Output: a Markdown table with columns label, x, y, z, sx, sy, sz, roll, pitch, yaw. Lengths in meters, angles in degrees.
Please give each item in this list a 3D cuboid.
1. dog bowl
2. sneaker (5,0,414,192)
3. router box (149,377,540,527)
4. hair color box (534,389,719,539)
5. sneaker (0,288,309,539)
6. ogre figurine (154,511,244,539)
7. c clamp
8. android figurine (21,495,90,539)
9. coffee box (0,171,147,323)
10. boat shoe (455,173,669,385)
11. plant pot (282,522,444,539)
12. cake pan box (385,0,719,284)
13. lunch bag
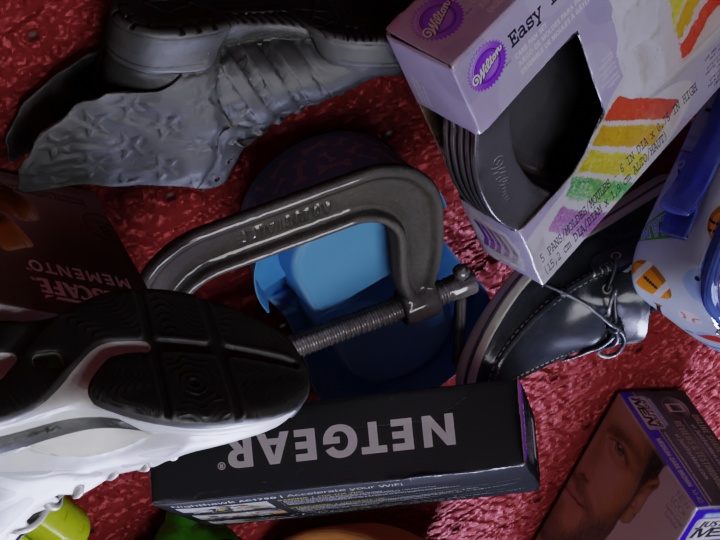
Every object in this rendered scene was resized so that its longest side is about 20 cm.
| label | x | y | z | sx | sy | sz | roll | pitch | yaw |
| --- | --- | --- | --- | --- | --- | --- | --- | --- | --- |
| dog bowl | 0.000 | 0.000 | 1.124 | 0.111 | 0.050 | 0.200 | -31 | 141 | -2 |
| sneaker | -0.065 | -0.085 | 0.990 | 0.200 | 0.060 | 0.104 | -2 | 131 | -24 |
| router box | -0.004 | 0.102 | 1.126 | 0.200 | 0.051 | 0.149 | -7 | 168 | 6 |
| hair color box | 0.181 | 0.189 | 1.388 | 0.065 | 0.109 | 0.200 | 2 | 130 | -32 |
| sneaker | -0.129 | 0.074 | 0.937 | 0.200 | 0.076 | 0.115 | -2 | 141 | -22 |
| ogre figurine | -0.113 | 0.220 | 1.223 | 0.098 | 0.120 | 0.200 | -3 | 134 | -36 |
| c clamp | -0.024 | 0.021 | 1.070 | 0.200 | 0.027 | 0.171 | -16 | 138 | -19 |
| android figurine | -0.239 | 0.180 | 1.165 | 0.182 | 0.041 | 0.200 | -35 | 139 | 3 |
| coffee box | -0.204 | 0.007 | 0.949 | 0.200 | 0.114 | 0.080 | 13 | 123 | -40 |
| boat shoe | 0.136 | 0.015 | 1.176 | 0.200 | 0.062 | 0.075 | -33 | 149 | -27 |
| plant pot | 0.031 | 0.253 | 1.311 | 0.140 | 0.200 | 0.200 | -5 | 136 | -53 |
| cake pan box | 0.111 | -0.115 | 1.030 | 0.200 | 0.052 | 0.184 | -46 | 141 | -16 |
| lunch bag | 0.235 | -0.043 | 1.152 | 0.160 | 0.076 | 0.200 | 32 | 79 | -48 |
